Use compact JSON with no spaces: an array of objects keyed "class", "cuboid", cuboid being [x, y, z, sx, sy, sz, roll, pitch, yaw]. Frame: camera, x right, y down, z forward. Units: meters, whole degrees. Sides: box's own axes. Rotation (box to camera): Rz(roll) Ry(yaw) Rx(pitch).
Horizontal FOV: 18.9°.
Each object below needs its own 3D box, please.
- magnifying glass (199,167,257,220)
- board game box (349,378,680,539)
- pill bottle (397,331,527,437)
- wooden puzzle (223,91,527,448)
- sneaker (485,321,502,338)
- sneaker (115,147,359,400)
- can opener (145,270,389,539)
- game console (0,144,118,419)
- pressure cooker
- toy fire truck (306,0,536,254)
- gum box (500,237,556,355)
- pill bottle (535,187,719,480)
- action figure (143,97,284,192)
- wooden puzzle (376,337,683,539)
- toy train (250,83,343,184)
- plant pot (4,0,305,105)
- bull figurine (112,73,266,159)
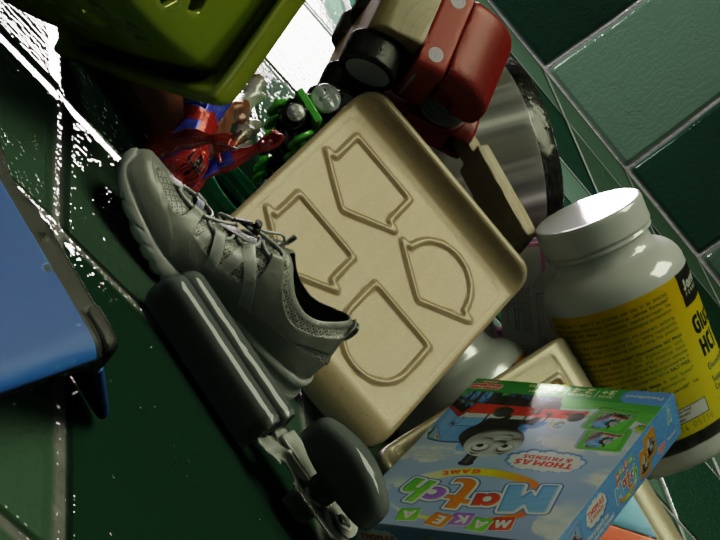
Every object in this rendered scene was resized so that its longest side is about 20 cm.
[{"class":"magnifying glass","cuboid":[-0.065,-0.027,1.640,0.200,0.022,0.080,38,21,-44]},{"class":"board game box","cuboid":[0.100,0.133,1.394,0.200,0.150,0.037,-42,128,-51]},{"class":"pill bottle","cuboid":[0.099,0.124,1.617,0.200,0.116,0.116,54,14,-4]},{"class":"wooden puzzle","cuboid":[0.000,0.000,1.524,0.185,0.046,0.200,49,58,-7]},{"class":"sneaker","cuboid":[0.071,0.062,1.728,0.200,0.088,0.082,41,19,-43]},{"class":"sneaker","cuboid":[-0.081,-0.011,1.408,0.200,0.082,0.075,49,15,-22]},{"class":"can opener","cuboid":[-0.055,0.081,1.327,0.200,0.066,0.053,51,15,8]},{"class":"game console","cuboid":[-0.215,-0.008,1.086,0.170,0.118,0.201,-19,71,-43]},{"class":"pressure cooker","cuboid":[0.051,-0.077,1.783,0.176,0.199,0.180,103,-30,-64]},{"class":"toy fire truck","cuboid":[0.067,-0.118,1.621,0.199,0.129,0.176,27,-22,-9]},{"class":"gum box","cuboid":[0.169,0.063,1.728,0.113,0.066,0.202,-8,94,-57]},{"class":"pill bottle","cuboid":[0.205,0.046,1.622,0.113,0.112,0.201,-72,141,-73]},{"class":"action figure","cuboid":[-0.084,-0.119,1.468,0.065,0.098,0.201,46,57,-46]},{"class":"wooden puzzle","cuboid":[0.128,0.165,1.529,0.199,0.037,0.186,-30,88,-34]},{"class":"toy train","cuboid":[-0.046,-0.092,1.621,0.042,0.056,0.200,58,-15,10]},{"class":"plant pot","cuboid":[-0.135,-0.230,1.412,0.198,0.201,0.182,19,-22,40]},{"class":"bull figurine","cuboid":[-0.142,-0.157,1.559,0.121,0.065,0.201,-12,74,-51]}]
